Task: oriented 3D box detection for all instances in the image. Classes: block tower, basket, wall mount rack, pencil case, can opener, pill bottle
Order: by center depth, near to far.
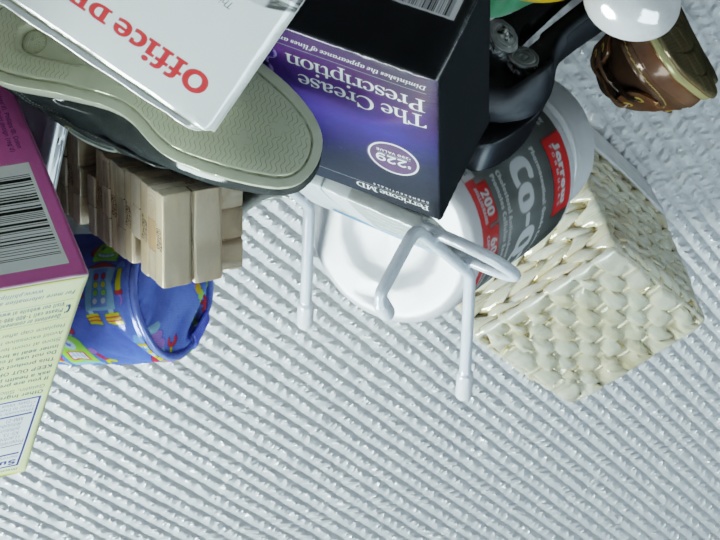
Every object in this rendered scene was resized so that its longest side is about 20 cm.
[{"bbox_3d":[-0.128,-0.049,1.481,0.054,0.200,0.058,-10,114,-27],"label":"block tower"},{"bbox_3d":[0.000,0.000,1.531,0.075,0.199,0.174,-63,154,-7],"label":"wall mount rack"},{"bbox_3d":[0.106,-0.141,1.596,0.200,0.063,0.079,-50,172,-41],"label":"can opener"},{"bbox_3d":[-0.175,0.023,1.602,0.199,0.078,0.087,-7,135,40],"label":"pencil case"},{"bbox_3d":[0.064,-0.052,1.653,0.114,0.114,0.200,-47,173,35],"label":"pill bottle"},{"bbox_3d":[0.140,-0.007,1.849,0.135,0.124,0.200,-33,152,14],"label":"basket"}]

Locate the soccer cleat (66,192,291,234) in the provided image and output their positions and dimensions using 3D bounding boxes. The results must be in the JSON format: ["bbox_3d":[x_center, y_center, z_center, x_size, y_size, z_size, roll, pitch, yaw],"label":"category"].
[{"bbox_3d":[-0.115,-0.049,1.608,0.199,0.086,0.069,-17,151,-18],"label":"soccer cleat"}]

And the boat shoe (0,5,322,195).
[{"bbox_3d":[-0.106,-0.089,1.408,0.072,0.199,0.068,-64,162,-15],"label":"boat shoe"}]

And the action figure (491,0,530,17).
[{"bbox_3d":[0.152,-0.180,1.541,0.199,0.055,0.118,-2,141,-44],"label":"action figure"}]

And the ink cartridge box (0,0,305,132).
[{"bbox_3d":[-0.075,-0.192,1.291,0.146,0.083,0.200,33,113,-9],"label":"ink cartridge box"}]

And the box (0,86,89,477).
[{"bbox_3d":[-0.239,-0.003,1.485,0.096,0.177,0.200,-10,148,-26],"label":"box"}]

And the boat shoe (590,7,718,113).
[{"bbox_3d":[0.181,-0.127,1.681,0.067,0.072,0.200,-28,179,11],"label":"boat shoe"}]

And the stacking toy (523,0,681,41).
[{"bbox_3d":[0.091,-0.191,1.394,0.146,0.200,0.146,-43,160,-20],"label":"stacking toy"}]

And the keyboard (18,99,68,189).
[{"bbox_3d":[-0.192,-0.037,1.525,0.011,0.056,0.201,-3,124,-30],"label":"keyboard"}]

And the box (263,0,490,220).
[{"bbox_3d":[-0.034,-0.123,1.436,0.141,0.199,0.079,83,30,-62],"label":"box"}]
